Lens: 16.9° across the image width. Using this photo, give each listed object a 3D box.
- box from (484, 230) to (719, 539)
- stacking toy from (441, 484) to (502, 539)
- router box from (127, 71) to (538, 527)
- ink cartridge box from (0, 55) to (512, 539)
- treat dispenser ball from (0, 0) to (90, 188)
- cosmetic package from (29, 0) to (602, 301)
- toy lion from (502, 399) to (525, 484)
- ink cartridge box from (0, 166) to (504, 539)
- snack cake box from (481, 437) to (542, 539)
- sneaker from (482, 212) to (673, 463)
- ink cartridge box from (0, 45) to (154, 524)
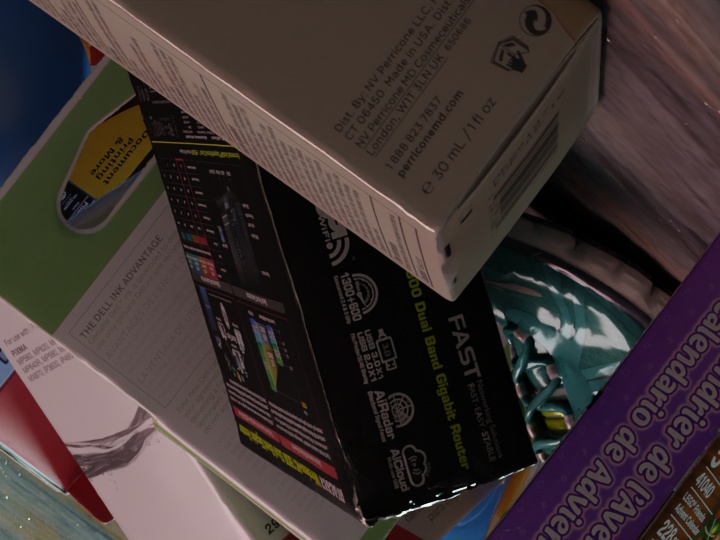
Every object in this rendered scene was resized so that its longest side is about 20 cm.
[{"bbox_3d":[0.106,0.078,0.737,0.039,0.137,0.200,35,174,27],"label":"box"},{"bbox_3d":[0.136,0.145,1.340,0.200,0.116,0.110,25,177,-29],"label":"stacking toy"},{"bbox_3d":[-0.015,-0.007,0.815,0.200,0.062,0.150,-164,58,-76],"label":"router box"},{"bbox_3d":[-0.038,0.001,0.941,0.200,0.146,0.048,38,176,-7],"label":"ink cartridge box"},{"bbox_3d":[-0.219,-0.086,1.071,0.201,0.201,0.201,37,174,5],"label":"treat dispenser ball"},{"bbox_3d":[-0.036,-0.083,0.645,0.200,0.073,0.104,37,174,9],"label":"cosmetic package"},{"bbox_3d":[0.000,0.000,1.141,0.192,0.069,0.200,51,164,-24],"label":"toy lion"},{"bbox_3d":[-0.048,0.047,1.036,0.084,0.144,0.200,-29,97,50],"label":"ink cartridge box"},{"bbox_3d":[0.079,0.136,0.988,0.067,0.201,0.115,22,174,1],"label":"snack cake box"},{"bbox_3d":[0.088,0.044,0.853,0.200,0.080,0.078,39,174,-4],"label":"sneaker"},{"bbox_3d":[-0.135,0.005,1.266,0.175,0.200,0.084,31,171,47],"label":"ink cartridge box"}]
